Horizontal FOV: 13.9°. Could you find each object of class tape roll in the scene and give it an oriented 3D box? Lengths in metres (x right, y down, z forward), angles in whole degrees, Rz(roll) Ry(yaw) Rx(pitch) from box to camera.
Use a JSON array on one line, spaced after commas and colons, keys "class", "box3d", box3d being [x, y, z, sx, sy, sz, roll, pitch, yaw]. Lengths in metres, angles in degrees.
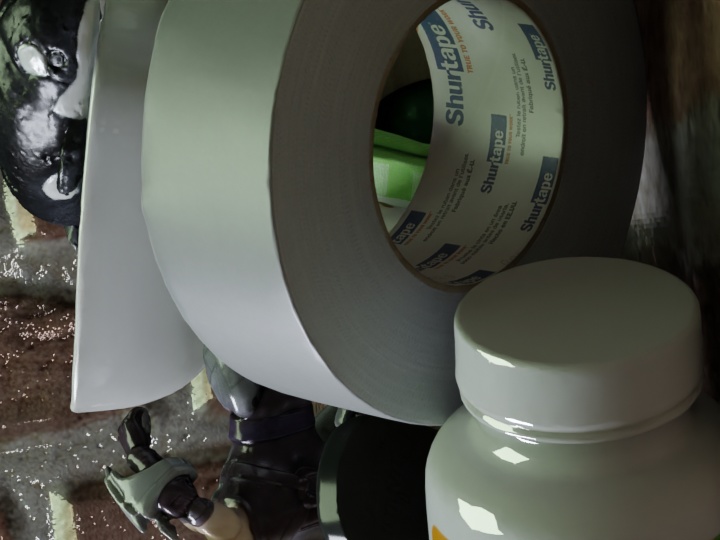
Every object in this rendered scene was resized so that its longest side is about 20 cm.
[{"class": "tape roll", "box3d": [0.016, -0.049, 1.042, 0.066, 0.200, 0.201, 9, 112, 42]}]

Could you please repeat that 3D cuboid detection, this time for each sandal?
[{"class": "sandal", "box3d": [0.061, 0.098, 1.102, 0.200, 0.045, 0.075, 20, -112, -49]}]

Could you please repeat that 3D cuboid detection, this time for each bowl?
[{"class": "bowl", "box3d": [-0.091, -0.049, 1.406, 0.200, 0.074, 0.201, -92, 7, -65]}]

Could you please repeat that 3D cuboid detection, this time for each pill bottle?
[{"class": "pill bottle", "box3d": [0.080, 0.102, 1.018, 0.111, 0.111, 0.201, -108, 12, -64]}]

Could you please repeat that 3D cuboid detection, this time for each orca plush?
[{"class": "orca plush", "box3d": [-0.158, -0.079, 1.367, 0.200, 0.071, 0.106, 106, 169, -75]}]

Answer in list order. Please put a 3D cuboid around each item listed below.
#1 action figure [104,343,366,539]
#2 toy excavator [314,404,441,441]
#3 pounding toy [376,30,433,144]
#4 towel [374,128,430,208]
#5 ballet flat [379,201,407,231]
[{"class": "action figure", "box3d": [-0.035, 0.040, 1.103, 0.069, 0.130, 0.201, 7, 108, 41]}, {"class": "toy excavator", "box3d": [0.053, 0.086, 1.325, 0.194, 0.100, 0.200, 43, 176, 37]}, {"class": "pounding toy", "box3d": [0.000, -0.123, 1.381, 0.184, 0.142, 0.201, 90, 171, -60]}, {"class": "towel", "box3d": [0.022, -0.024, 1.337, 0.200, 0.149, 0.031, 102, 179, -71]}, {"class": "ballet flat", "box3d": [0.000, 0.000, 1.218, 0.064, 0.067, 0.200, 43, 173, -3]}]
